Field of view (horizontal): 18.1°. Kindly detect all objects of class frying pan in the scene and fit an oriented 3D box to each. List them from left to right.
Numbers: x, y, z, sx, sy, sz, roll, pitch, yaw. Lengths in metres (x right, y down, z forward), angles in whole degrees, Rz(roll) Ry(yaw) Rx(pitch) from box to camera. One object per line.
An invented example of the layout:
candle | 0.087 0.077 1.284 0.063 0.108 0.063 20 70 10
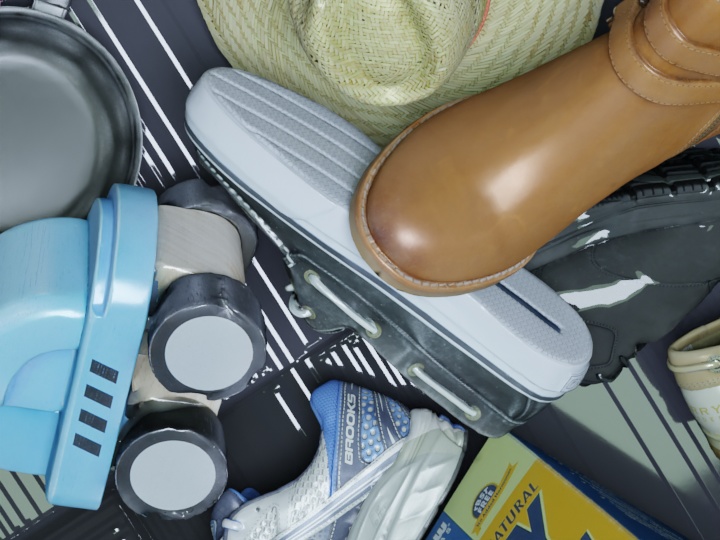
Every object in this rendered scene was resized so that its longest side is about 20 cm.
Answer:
frying pan | -0.155 -0.093 0.978 0.114 0.031 0.192 -5 86 -8

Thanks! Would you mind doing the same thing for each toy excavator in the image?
toy excavator | -0.153 0.046 0.947 0.198 0.100 0.195 11 122 -12

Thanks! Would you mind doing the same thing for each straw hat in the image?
straw hat | 0.010 -0.117 0.922 0.199 0.085 0.202 4 119 8

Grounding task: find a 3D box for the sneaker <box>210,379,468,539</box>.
sneaker | -0.035 0.138 0.998 0.085 0.077 0.201 31 86 3

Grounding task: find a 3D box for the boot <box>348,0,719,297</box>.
boot | 0.100 -0.065 0.869 0.199 0.155 0.077 -20 80 -30

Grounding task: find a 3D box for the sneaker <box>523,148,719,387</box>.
sneaker | 0.114 0.002 0.993 0.198 0.076 0.091 -12 103 7

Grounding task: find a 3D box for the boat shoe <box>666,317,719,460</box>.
boat shoe | 0.226 0.006 0.986 0.200 0.073 0.063 -33 112 -2

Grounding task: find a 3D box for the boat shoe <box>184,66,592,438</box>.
boat shoe | 0.000 0.000 0.929 0.200 0.072 0.071 39 118 -3

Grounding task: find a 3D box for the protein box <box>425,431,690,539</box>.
protein box | 0.131 0.192 0.920 0.198 0.200 0.135 31 92 -24
